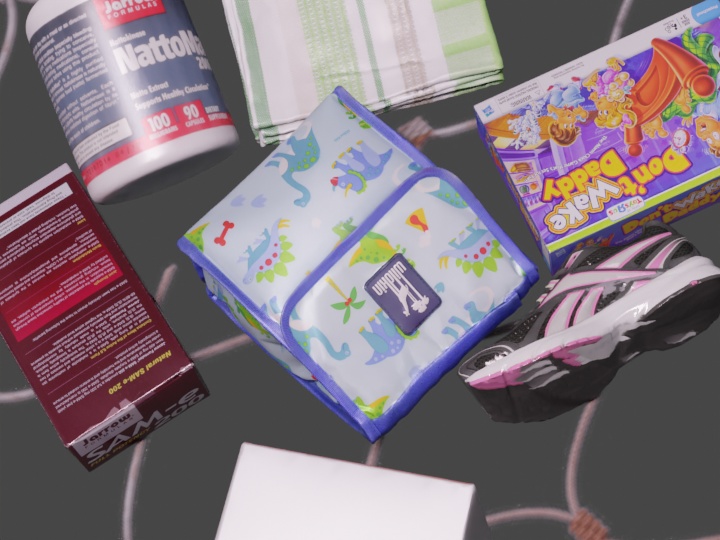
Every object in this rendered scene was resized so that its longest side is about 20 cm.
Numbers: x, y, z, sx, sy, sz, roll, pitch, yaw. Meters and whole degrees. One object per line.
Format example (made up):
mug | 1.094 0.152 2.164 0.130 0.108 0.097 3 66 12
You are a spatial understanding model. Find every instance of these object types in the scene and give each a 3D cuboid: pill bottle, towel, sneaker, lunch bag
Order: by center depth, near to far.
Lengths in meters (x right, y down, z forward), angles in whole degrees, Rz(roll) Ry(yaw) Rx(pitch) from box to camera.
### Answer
sneaker | 0.154 0.033 1.343 0.199 0.081 0.087 -24 51 -10
lunch bag | 0.000 0.000 1.343 0.170 0.128 0.200 -44 66 -9
pill bottle | -0.179 -0.162 1.418 0.119 0.120 0.201 -23 87 -1
towel | -0.001 -0.188 1.473 0.198 0.031 0.150 -15 74 3

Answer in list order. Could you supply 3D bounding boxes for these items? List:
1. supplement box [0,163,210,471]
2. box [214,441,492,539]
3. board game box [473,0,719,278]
supplement box | -0.206 0.033 1.401 0.108 0.061 0.201 -32 64 -5
box | 0.001 0.201 1.211 0.151 0.200 0.107 10 67 13
board game box | 0.201 -0.098 1.400 0.199 0.045 0.135 -25 64 -2
